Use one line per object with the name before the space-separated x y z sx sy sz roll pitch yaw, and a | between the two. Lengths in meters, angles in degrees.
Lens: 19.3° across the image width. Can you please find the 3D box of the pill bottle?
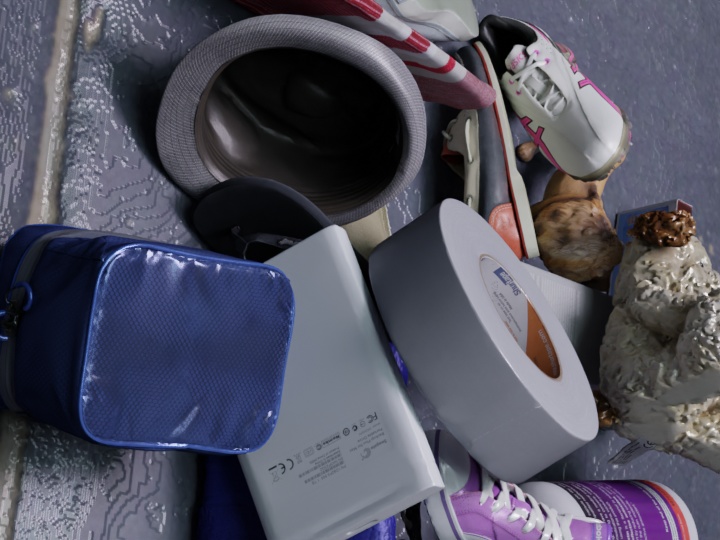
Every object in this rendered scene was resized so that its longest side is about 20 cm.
pill bottle | 0.176 0.226 1.712 0.199 0.112 0.113 5 78 -43

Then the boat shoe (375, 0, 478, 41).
boat shoe | 0.038 -0.215 1.695 0.201 0.071 0.071 -2 75 -70

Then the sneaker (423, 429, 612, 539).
sneaker | 0.120 0.180 1.548 0.073 0.114 0.201 -84 150 -49

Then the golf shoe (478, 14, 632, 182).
golf shoe | 0.153 -0.142 1.743 0.092 0.073 0.200 30 17 -35

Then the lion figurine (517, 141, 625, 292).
lion figurine | 0.183 -0.071 1.773 0.072 0.122 0.201 36 58 -33

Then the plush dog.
plush dog | 0.242 0.047 1.674 0.201 0.159 0.173 69 25 -50

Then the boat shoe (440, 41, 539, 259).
boat shoe | 0.097 -0.095 1.733 0.071 0.062 0.201 58 19 -67

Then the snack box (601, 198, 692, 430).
snack box | 0.247 0.038 1.848 0.024 0.072 0.202 24 65 -36

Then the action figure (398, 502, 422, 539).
action figure | 0.016 0.240 1.554 0.102 0.118 0.201 38 52 -27

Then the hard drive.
hard drive | -0.034 0.087 1.473 0.026 0.131 0.201 22 43 -62

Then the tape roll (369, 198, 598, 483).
tape roll | 0.089 0.050 1.511 0.201 0.066 0.201 50 19 -24

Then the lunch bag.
lunch bag | -0.159 0.045 1.413 0.199 0.132 0.137 12 89 -43

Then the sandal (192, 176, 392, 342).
sandal | -0.035 0.002 1.532 0.200 0.076 0.043 35 32 1

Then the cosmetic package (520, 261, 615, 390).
cosmetic package | 0.144 0.055 1.722 0.199 0.106 0.091 22 68 -38

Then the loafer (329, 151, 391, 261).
loafer | 0.000 0.000 1.617 0.075 0.068 0.202 9 76 -43

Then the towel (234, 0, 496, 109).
towel | -0.007 -0.178 1.597 0.199 0.144 0.023 32 77 -35

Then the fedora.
fedora | -0.049 -0.122 1.558 0.198 0.178 0.091 10 32 -8

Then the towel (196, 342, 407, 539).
towel | -0.040 0.147 1.511 0.050 0.146 0.202 51 42 -69
